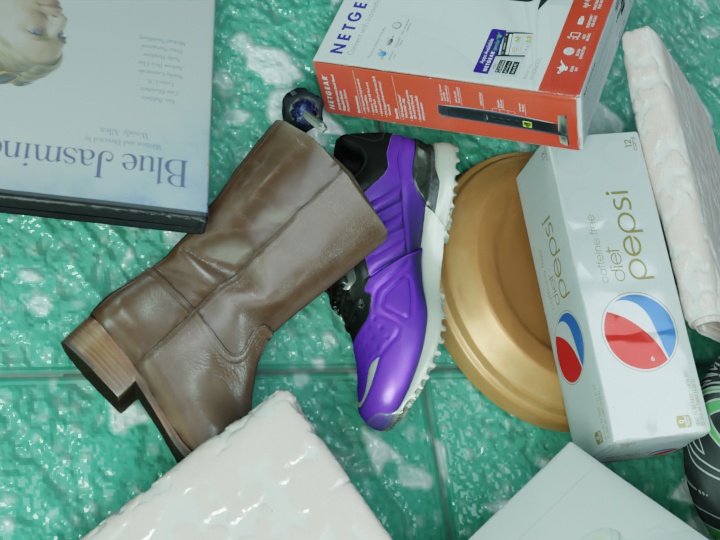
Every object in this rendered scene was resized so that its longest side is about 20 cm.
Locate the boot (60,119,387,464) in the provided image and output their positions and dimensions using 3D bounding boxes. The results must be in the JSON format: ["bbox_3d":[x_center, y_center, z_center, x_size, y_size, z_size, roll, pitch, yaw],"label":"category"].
[{"bbox_3d":[-0.039,0.033,0.773,0.186,0.064,0.200,45,71,0],"label":"boot"}]

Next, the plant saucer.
[{"bbox_3d":[0.136,0.008,0.922,0.198,0.037,0.202,11,65,-23],"label":"plant saucer"}]

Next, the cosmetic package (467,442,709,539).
[{"bbox_3d":[0.122,0.234,0.717,0.199,0.124,0.199,33,50,28],"label":"cosmetic package"}]

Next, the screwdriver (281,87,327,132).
[{"bbox_3d":[-0.034,-0.091,0.797,0.029,0.200,0.028,2,100,-2],"label":"screwdriver"}]

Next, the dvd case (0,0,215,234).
[{"bbox_3d":[-0.156,-0.112,0.791,0.141,0.018,0.202,6,55,-12],"label":"dvd case"}]

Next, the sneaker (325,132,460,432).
[{"bbox_3d":[0.000,0.000,0.840,0.098,0.070,0.202,15,60,-13],"label":"sneaker"}]

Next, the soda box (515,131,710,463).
[{"bbox_3d":[0.157,0.017,0.862,0.067,0.064,0.202,-4,70,-15],"label":"soda box"}]

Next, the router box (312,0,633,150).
[{"bbox_3d":[0.086,-0.179,0.909,0.177,0.049,0.201,10,55,20],"label":"router box"}]

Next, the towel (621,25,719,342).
[{"bbox_3d":[0.232,-0.045,0.939,0.191,0.032,0.202,26,50,-62],"label":"towel"}]

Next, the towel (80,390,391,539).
[{"bbox_3d":[-0.064,0.187,0.650,0.199,0.032,0.191,-36,65,-7],"label":"towel"}]

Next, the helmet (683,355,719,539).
[{"bbox_3d":[0.296,0.115,0.846,0.190,0.201,0.200,31,51,27],"label":"helmet"}]
